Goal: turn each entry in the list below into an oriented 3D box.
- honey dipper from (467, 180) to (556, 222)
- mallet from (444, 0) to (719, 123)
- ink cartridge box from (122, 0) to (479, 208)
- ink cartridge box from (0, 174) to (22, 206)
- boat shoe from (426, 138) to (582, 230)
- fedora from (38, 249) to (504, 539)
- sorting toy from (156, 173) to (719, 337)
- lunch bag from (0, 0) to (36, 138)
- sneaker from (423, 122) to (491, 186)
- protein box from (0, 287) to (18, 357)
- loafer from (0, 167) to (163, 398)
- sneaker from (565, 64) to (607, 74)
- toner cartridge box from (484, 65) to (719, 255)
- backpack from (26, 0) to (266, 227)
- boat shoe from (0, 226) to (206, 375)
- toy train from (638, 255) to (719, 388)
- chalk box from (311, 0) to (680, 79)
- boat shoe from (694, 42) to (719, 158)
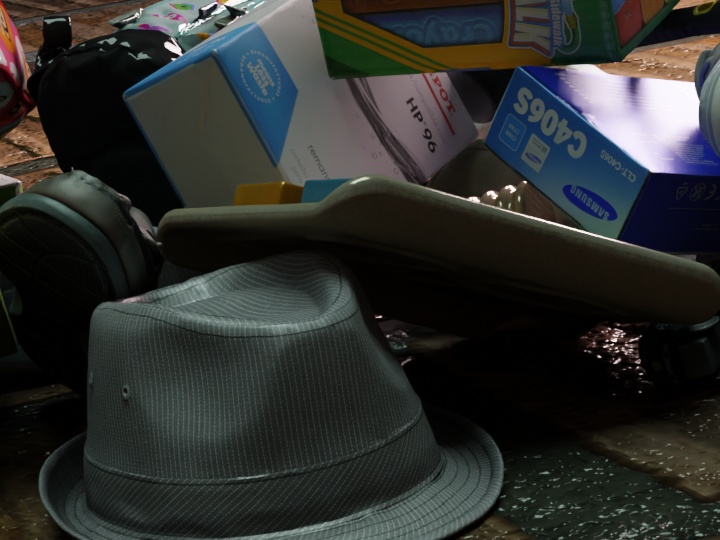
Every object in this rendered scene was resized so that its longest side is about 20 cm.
[{"bbox_3d":[0.000,0.000,1.144,0.199,0.038,0.038,-17,8,27],"label":"honey dipper"},{"bbox_3d":[0.110,-0.108,1.168,0.066,0.041,0.200,-46,22,-20],"label":"mallet"},{"bbox_3d":[-0.016,-0.085,1.178,0.068,0.116,0.200,-21,13,37],"label":"ink cartridge box"},{"bbox_3d":[-0.216,-0.026,1.357,0.199,0.076,0.148,-16,16,-27],"label":"ink cartridge box"},{"bbox_3d":[0.102,-0.016,1.160,0.060,0.076,0.200,35,3,-29],"label":"boat shoe"},{"bbox_3d":[-0.042,0.046,0.923,0.176,0.091,0.200,-13,15,-21],"label":"fedora"},{"bbox_3d":[0.030,-0.009,1.011,0.184,0.037,0.200,14,-10,-25],"label":"sorting toy"},{"bbox_3d":[-0.271,-0.087,1.195,0.199,0.082,0.176,-20,-6,-2],"label":"lunch bag"},{"bbox_3d":[0.052,-0.051,1.362,0.199,0.077,0.082,-18,29,-9],"label":"sneaker"},{"bbox_3d":[-0.272,-0.024,1.029,0.199,0.135,0.199,-17,-18,-7],"label":"protein box"},{"bbox_3d":[-0.119,-0.006,1.035,0.063,0.072,0.200,-54,-6,-22],"label":"loafer"},{"bbox_3d":[0.167,-0.071,1.265,0.118,0.074,0.200,-1,-2,4],"label":"sneaker"},{"bbox_3d":[0.160,-0.049,1.091,0.199,0.043,0.095,1,31,-43],"label":"toner cartridge box"},{"bbox_3d":[-0.075,-0.075,1.265,0.126,0.168,0.200,-2,19,26],"label":"backpack"},{"bbox_3d":[-0.172,0.017,1.165,0.199,0.072,0.062,-13,16,-9],"label":"boat shoe"},{"bbox_3d":[0.164,0.014,1.080,0.046,0.034,0.200,-14,10,24],"label":"toy train"},{"bbox_3d":[0.083,-0.171,1.098,0.199,0.124,0.125,1,26,31],"label":"chalk box"},{"bbox_3d":[0.190,-0.088,1.074,0.068,0.072,0.200,4,22,32],"label":"boat shoe"}]
